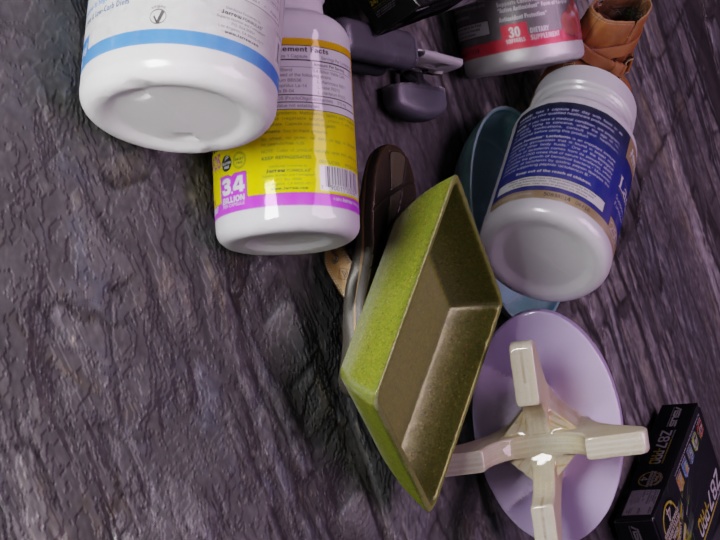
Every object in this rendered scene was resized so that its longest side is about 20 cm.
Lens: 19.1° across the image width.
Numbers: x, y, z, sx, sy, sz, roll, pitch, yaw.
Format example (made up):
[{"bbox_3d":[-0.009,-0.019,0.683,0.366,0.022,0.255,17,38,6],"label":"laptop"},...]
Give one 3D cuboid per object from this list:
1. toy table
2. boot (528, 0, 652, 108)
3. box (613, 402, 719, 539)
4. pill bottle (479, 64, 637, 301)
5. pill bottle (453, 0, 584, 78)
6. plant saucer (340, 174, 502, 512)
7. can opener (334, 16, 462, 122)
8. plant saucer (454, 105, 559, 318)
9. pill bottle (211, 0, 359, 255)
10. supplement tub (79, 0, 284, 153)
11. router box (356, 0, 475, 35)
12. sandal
[{"bbox_3d":[0.150,0.140,1.785,0.117,0.183,0.201,-32,103,-77],"label":"toy table"},{"bbox_3d":[0.236,-0.198,2.035,0.200,0.074,0.155,-35,155,-56],"label":"boot"},{"bbox_3d":[0.323,0.256,2.175,0.200,0.049,0.162,-56,133,-52],"label":"box"},{"bbox_3d":[0.178,-0.080,1.860,0.116,0.115,0.200,58,36,-36],"label":"pill bottle"},{"bbox_3d":[0.131,-0.278,1.909,0.111,0.110,0.201,-15,96,-61],"label":"pill bottle"},{"bbox_3d":[0.043,0.056,1.650,0.200,0.048,0.200,65,40,-56],"label":"plant saucer"},{"bbox_3d":[0.022,-0.160,1.738,0.200,0.053,0.067,1,80,-60],"label":"can opener"},{"bbox_3d":[0.129,-0.046,1.919,0.200,0.036,0.201,26,59,-56],"label":"plant saucer"},{"bbox_3d":[-0.056,-0.117,1.529,0.104,0.104,0.201,16,68,-59],"label":"pill bottle"},{"bbox_3d":[-0.114,-0.191,1.417,0.132,0.132,0.201,34,52,-53],"label":"supplement tub"},{"bbox_3d":[0.034,-0.280,1.748,0.149,0.051,0.200,58,29,1],"label":"router box"},{"bbox_3d":[0.000,0.000,1.661,0.082,0.054,0.201,4,94,-65],"label":"sandal"}]
